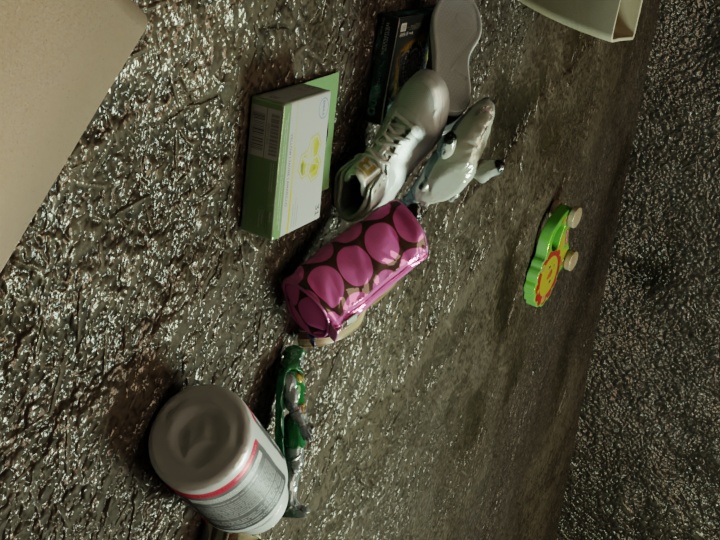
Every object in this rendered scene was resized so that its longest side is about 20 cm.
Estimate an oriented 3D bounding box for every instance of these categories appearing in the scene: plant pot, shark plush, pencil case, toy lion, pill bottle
[{"bbox_3d":[-0.264,-0.116,0.551,0.202,0.197,0.177,-64,144,-22],"label":"plant pot"},{"bbox_3d":[0.368,-0.495,1.830,0.199,0.175,0.203,-26,129,-63],"label":"plant pot"},{"bbox_3d":[0.108,-0.125,1.408,0.084,0.089,0.201,-92,-155,-42],"label":"shark plush"},{"bbox_3d":[0.000,0.000,1.339,0.199,0.093,0.092,-40,147,-30],"label":"pencil case"},{"bbox_3d":[0.417,-0.026,2.480,0.192,0.068,0.202,-46,146,-38],"label":"toy lion"},{"bbox_3d":[-0.139,0.208,1.176,0.112,0.109,0.201,-64,156,-23],"label":"pill bottle"}]

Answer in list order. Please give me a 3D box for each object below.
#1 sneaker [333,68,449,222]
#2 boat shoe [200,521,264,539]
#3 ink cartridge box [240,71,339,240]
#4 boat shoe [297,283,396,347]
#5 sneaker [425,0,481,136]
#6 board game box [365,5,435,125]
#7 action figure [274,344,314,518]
[{"bbox_3d":[0.035,-0.143,1.357,0.115,0.073,0.202,-39,160,-53],"label":"sneaker"},{"bbox_3d":[-0.144,0.315,1.286,0.203,0.073,0.076,-68,158,-14],"label":"boat shoe"},{"bbox_3d":[-0.058,-0.131,1.228,0.199,0.047,0.148,-31,132,-57],"label":"ink cartridge box"},{"bbox_3d":[-0.023,0.026,1.413,0.200,0.071,0.073,-41,119,-45],"label":"boat shoe"},{"bbox_3d":[0.105,-0.264,1.447,0.099,0.070,0.203,127,-26,-59],"label":"sneaker"},{"bbox_3d":[0.068,-0.271,1.462,0.200,0.028,0.137,-31,135,-61],"label":"board game box"},{"bbox_3d":[-0.081,0.192,1.345,0.118,0.054,0.204,70,19,-87],"label":"action figure"}]
